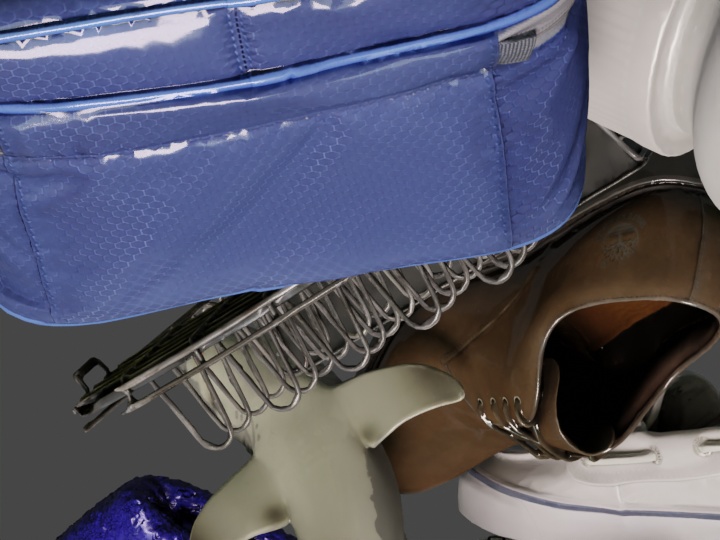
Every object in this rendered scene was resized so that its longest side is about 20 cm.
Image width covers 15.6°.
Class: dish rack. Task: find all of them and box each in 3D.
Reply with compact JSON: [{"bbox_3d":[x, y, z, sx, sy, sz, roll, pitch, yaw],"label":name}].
[{"bbox_3d":[0.000,0.000,0.830,0.153,0.200,0.055,-33,94,24],"label":"dish rack"}]

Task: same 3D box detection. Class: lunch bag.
[{"bbox_3d":[-0.026,-0.084,0.692,0.200,0.136,0.132,-11,142,2],"label":"lunch bag"}]

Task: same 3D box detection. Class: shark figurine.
[{"bbox_3d":[-0.008,0.117,0.947,0.128,0.215,0.089,-10,153,23],"label":"shark figurine"}]

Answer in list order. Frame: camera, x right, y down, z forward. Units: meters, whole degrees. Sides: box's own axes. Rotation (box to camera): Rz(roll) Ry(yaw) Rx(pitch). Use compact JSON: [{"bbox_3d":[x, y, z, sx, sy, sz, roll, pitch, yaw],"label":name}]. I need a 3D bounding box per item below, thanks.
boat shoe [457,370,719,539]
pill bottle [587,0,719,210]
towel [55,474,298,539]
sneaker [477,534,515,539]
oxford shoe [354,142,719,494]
[{"bbox_3d":[0.115,0.069,0.962,0.200,0.065,0.074,1,-176,44],"label":"boat shoe"},{"bbox_3d":[0.163,-0.045,0.733,0.200,0.110,0.110,27,142,24],"label":"pill bottle"},{"bbox_3d":[-0.090,0.173,1.124,0.148,0.050,0.200,28,132,-22],"label":"towel"},{"bbox_3d":[0.102,0.129,0.971,0.201,0.108,0.067,-15,111,14],"label":"sneaker"},{"bbox_3d":[0.058,0.036,0.939,0.073,0.085,0.200,25,136,-24],"label":"oxford shoe"}]
